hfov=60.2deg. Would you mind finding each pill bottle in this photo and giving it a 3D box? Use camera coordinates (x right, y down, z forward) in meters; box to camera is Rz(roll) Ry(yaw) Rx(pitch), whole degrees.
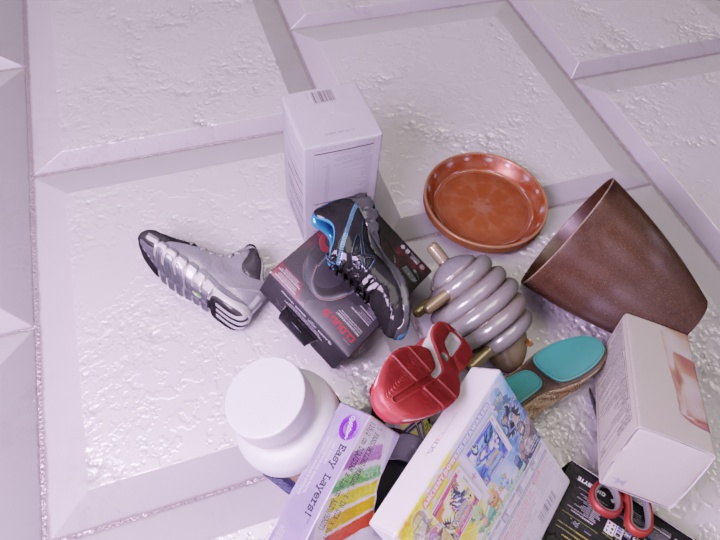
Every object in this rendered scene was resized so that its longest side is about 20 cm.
[{"bbox_3d":[-0.064,0.173,0.657,0.110,0.201,0.112,-9,54,12],"label":"pill bottle"}]

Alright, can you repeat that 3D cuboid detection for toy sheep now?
[{"bbox_3d":[0.149,0.048,0.818,0.138,0.138,0.201,-37,93,-26],"label":"toy sheep"}]

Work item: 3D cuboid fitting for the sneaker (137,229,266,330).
[{"bbox_3d":[-0.208,-0.011,0.877,0.199,0.075,0.116,37,54,9],"label":"sneaker"}]

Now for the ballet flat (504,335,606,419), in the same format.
[{"bbox_3d":[0.229,0.148,0.794,0.199,0.066,0.071,-22,43,-19],"label":"ballet flat"}]

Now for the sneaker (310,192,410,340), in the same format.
[{"bbox_3d":[0.000,0.000,0.773,0.081,0.073,0.201,-13,65,-21],"label":"sneaker"}]

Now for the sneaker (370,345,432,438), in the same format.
[{"bbox_3d":[0.055,0.189,0.756,0.076,0.075,0.201,18,60,-10],"label":"sneaker"}]

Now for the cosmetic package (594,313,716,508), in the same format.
[{"bbox_3d":[0.339,0.159,0.736,0.087,0.104,0.200,20,38,6],"label":"cosmetic package"}]

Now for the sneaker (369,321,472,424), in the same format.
[{"bbox_3d":[0.047,0.133,0.657,0.078,0.116,0.200,47,28,14],"label":"sneaker"}]

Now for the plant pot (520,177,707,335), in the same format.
[{"bbox_3d":[0.358,0.011,0.849,0.200,0.187,0.187,41,60,6],"label":"plant pot"}]

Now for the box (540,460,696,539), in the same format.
[{"bbox_3d":[0.280,0.333,0.676,0.199,0.050,0.160,31,60,17],"label":"box"}]

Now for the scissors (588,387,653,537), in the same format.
[{"bbox_3d":[0.304,0.222,0.739,0.073,0.014,0.200,19,35,5],"label":"scissors"}]

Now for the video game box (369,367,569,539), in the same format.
[{"bbox_3d":[0.121,0.235,0.634,0.047,0.183,0.200,-2,39,50],"label":"video game box"}]

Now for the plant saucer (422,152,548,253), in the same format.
[{"bbox_3d":[0.198,-0.108,0.994,0.198,0.032,0.202,2,54,-2],"label":"plant saucer"}]

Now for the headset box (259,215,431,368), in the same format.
[{"bbox_3d":[-0.025,0.020,0.833,0.149,0.075,0.200,47,62,2],"label":"headset box"}]

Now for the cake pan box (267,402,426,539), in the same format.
[{"bbox_3d":[0.006,0.253,0.610,0.052,0.184,0.201,10,64,47],"label":"cake pan box"}]

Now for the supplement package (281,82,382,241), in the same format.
[{"bbox_3d":[-0.046,-0.149,0.900,0.113,0.201,0.110,-14,57,-15],"label":"supplement package"}]
